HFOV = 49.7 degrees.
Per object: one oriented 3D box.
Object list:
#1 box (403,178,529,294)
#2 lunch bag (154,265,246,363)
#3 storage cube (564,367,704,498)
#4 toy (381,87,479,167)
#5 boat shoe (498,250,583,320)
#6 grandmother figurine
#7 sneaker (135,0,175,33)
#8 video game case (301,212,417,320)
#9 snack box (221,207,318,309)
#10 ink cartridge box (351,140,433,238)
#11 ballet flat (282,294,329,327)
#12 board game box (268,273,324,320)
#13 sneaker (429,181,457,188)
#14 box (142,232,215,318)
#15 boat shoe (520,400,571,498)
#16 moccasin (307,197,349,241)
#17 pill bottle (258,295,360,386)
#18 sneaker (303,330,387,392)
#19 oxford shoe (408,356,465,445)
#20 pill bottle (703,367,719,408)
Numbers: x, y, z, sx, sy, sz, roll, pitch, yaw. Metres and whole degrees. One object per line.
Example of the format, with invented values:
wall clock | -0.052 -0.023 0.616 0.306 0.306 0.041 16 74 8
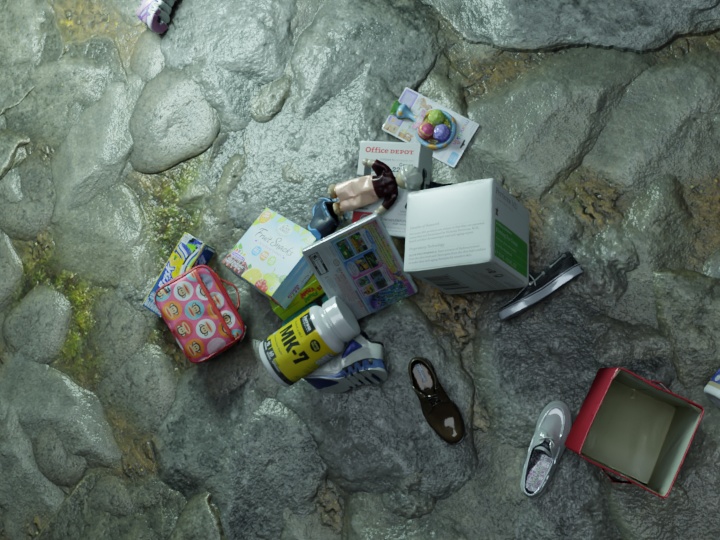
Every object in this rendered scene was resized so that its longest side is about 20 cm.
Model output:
box | 0.220 -0.062 1.584 0.198 0.198 0.173 -8 70 33
lunch bag | -0.354 0.094 1.772 0.175 0.082 0.201 -31 92 -10
storage cube | 0.503 0.297 1.455 0.170 0.180 0.201 25 86 9
toy | 0.154 -0.333 1.770 0.199 0.047 0.116 31 89 20
boat shoe | 0.364 0.029 1.619 0.198 0.074 0.068 -34 76 5
grandmother figurine | 0.034 -0.176 1.615 0.198 0.061 0.122 -12 111 20
sneaker | -0.523 -0.723 2.030 0.088 0.080 0.202 24 86 26
video game case | 0.000 0.000 1.653 0.181 0.024 0.201 -25 113 11
snack box | -0.190 -0.031 1.742 0.199 0.068 0.169 31 78 40
ink cartridge box | 0.068 -0.173 1.673 0.143 0.084 0.202 6 89 24
ballet flat | -0.078 0.092 1.732 0.199 0.073 0.073 -36 71 -1
board game box | -0.117 0.014 1.747 0.199 0.048 0.102 -34 43 6
sneaker | 0.120 -0.191 1.737 0.198 0.070 0.110 -15 76 15
box | -0.429 0.015 1.842 0.064 0.070 0.201 30 87 17
boat shoe | 0.366 0.355 1.550 0.072 0.068 0.201 25 86 19
moccasin | -0.062 -0.117 1.716 0.068 0.200 0.080 -39 108 18
pill bottle | -0.106 0.148 1.647 0.199 0.114 0.115 -35 71 11
sneaker | -0.024 0.192 1.695 0.198 0.081 0.116 -14 50 27
oxford shoe | 0.151 0.272 1.620 0.072 0.084 0.201 -32 73 4
pill bottle | 0.753 0.184 1.455 0.119 0.120 0.201 39 89 19
